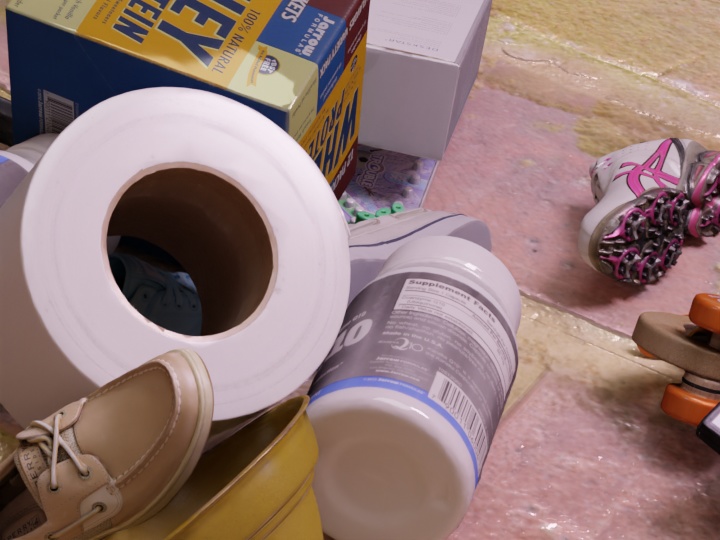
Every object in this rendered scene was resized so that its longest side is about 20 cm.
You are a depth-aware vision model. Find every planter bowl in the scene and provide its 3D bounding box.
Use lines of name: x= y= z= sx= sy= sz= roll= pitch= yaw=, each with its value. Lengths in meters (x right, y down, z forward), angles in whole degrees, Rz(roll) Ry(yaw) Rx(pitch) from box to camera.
planter bowl: x=-0.081 y=0.162 z=1.359 sx=0.083 sy=0.200 sz=0.200 roll=52 pitch=40 yaw=-6

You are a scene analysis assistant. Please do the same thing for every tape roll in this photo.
tape roll: x=-0.122 y=0.008 z=1.482 sx=0.202 sy=0.139 sz=0.203 roll=6 pitch=71 yaw=-20

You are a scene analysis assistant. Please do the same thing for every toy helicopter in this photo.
toy helicopter: x=0.269 y=0.059 z=1.643 sx=0.200 sy=0.079 sz=0.132 roll=11 pitch=10 yaw=-23

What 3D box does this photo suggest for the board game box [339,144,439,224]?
board game box: x=-0.045 y=-0.090 z=1.826 sx=0.200 sy=0.026 sz=0.200 roll=13 pitch=34 yaw=6

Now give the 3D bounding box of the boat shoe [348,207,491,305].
boat shoe: x=0.000 y=0.000 z=1.671 sx=0.070 sy=0.071 sz=0.200 roll=21 pitch=33 yaw=37

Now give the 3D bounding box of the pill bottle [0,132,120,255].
pill bottle: x=-0.251 y=-0.009 z=1.584 sx=0.114 sy=0.114 sz=0.200 roll=28 pitch=38 yaw=26

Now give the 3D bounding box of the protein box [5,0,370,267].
protein box: x=-0.114 y=-0.116 z=1.663 sx=0.200 sy=0.199 sz=0.135 roll=20 pitch=52 yaw=12

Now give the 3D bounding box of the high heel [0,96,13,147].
high heel: x=-0.325 y=-0.082 z=1.726 sx=0.142 sy=0.071 sz=0.200 roll=22 pitch=35 yaw=33

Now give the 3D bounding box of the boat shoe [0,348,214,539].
boat shoe: x=-0.157 y=0.110 z=1.357 sx=0.065 sy=0.200 sz=0.072 roll=12 pitch=48 yaw=-45

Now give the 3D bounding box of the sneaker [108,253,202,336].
sneaker: x=-0.133 y=0.024 z=1.588 sx=0.200 sy=0.082 sz=0.074 roll=-22 pitch=45 yaw=-37

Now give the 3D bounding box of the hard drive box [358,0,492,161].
hard drive box: x=0.006 y=-0.162 z=1.838 sx=0.156 sy=0.077 sz=0.200 roll=13 pitch=23 yaw=6

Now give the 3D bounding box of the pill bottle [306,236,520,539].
pill bottle: x=0.032 y=0.070 z=1.517 sx=0.114 sy=0.114 sz=0.200 roll=14 pitch=34 yaw=8

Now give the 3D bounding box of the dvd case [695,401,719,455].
dvd case: x=0.318 y=0.084 z=1.541 sx=0.143 sy=0.018 sz=0.200 roll=39 pitch=55 yaw=15

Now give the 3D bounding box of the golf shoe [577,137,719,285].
golf shoe: x=0.195 y=-0.045 z=1.778 sx=0.092 sy=0.073 sz=0.200 roll=19 pitch=25 yaw=26
